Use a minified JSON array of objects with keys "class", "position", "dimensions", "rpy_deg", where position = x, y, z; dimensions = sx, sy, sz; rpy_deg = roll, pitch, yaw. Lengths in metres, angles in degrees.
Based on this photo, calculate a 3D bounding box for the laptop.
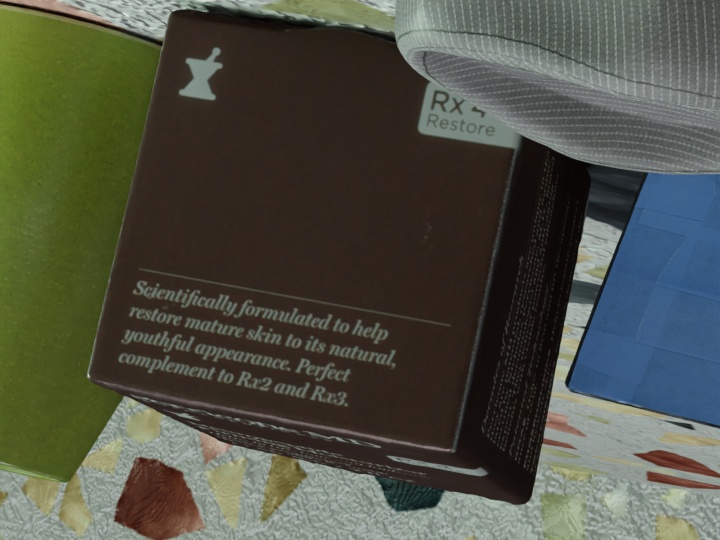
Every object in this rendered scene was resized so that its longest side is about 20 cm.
[{"class":"laptop","position":[0.208,0.009,0.935],"dimensions":[0.186,0.117,0.200],"rpy_deg":[14,172,-10]}]

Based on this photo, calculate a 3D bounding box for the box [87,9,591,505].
[{"class":"box","position":[0.000,0.000,1.017],"dimensions":[0.165,0.166,0.200],"rpy_deg":[10,171,15]}]

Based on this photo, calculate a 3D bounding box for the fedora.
[{"class":"fedora","position":[0.078,-0.080,0.619],"dimensions":[0.199,0.091,0.177],"rpy_deg":[15,171,-15]}]

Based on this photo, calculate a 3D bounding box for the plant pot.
[{"class":"plant pot","position":[-0.161,-0.005,1.105],"dimensions":[0.186,0.202,0.187],"rpy_deg":[12,172,2]}]
